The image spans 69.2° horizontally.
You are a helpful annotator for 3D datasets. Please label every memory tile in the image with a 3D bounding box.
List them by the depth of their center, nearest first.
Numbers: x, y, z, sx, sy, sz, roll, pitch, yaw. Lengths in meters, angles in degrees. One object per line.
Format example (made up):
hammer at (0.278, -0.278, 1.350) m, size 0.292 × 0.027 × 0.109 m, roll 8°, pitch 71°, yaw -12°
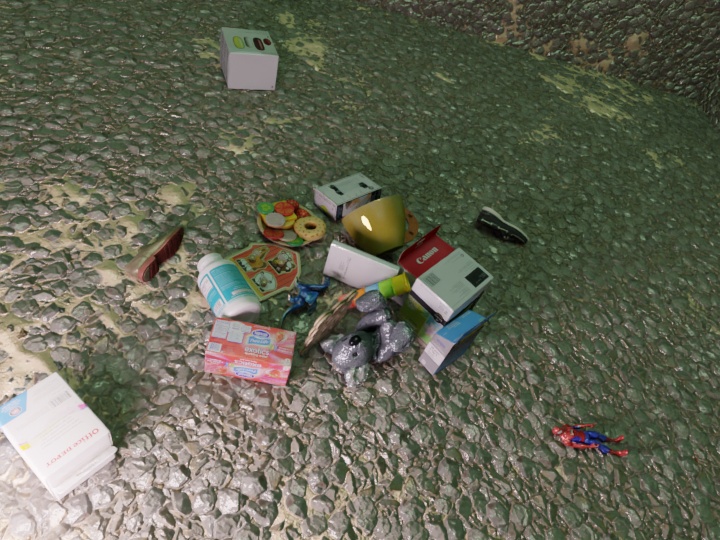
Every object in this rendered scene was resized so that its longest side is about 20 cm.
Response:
memory tile at (-0.081, 0.128, 1.292) m, size 0.017 × 0.200 × 0.153 m, roll 44°, pitch 52°, yaw 10°

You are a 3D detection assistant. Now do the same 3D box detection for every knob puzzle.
knob puzzle at (-0.254, -0.017, 1.476) m, size 0.218 × 0.031 × 0.221 m, roll 9°, pitch 47°, yaw -10°

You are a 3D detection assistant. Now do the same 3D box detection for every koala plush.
koala plush at (0.012, 0.188, 1.322) m, size 0.199 × 0.184 × 0.178 m, roll -35°, pitch 66°, yaw -15°

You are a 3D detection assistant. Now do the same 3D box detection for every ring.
ring at (0.101, -0.168, 1.734) m, size 0.199 × 0.019 × 0.201 m, roll 9°, pitch 47°, yaw -10°

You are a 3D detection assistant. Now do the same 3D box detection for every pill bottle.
pill bottle at (-0.344, 0.049, 1.334) m, size 0.110 × 0.111 × 0.200 m, roll -20°, pitch 59°, yaw -32°

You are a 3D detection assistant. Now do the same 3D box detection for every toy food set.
toy food set at (-0.217, -0.145, 1.584) m, size 0.197 × 0.049 × 0.200 m, roll -19°, pitch 57°, yaw -32°

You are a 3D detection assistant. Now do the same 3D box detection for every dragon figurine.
dragon figurine at (-0.145, 0.080, 1.407) m, size 0.099 × 0.059 × 0.201 m, roll 20°, pitch 46°, yaw 0°

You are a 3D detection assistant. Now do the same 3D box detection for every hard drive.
hard drive at (0.000, 0.000, 1.475) m, size 0.199 × 0.132 × 0.027 m, roll 23°, pitch 47°, yaw 2°

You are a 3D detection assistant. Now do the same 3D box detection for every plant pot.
plant pot at (0.060, -0.121, 1.584) m, size 0.199 × 0.200 × 0.143 m, roll -18°, pitch 83°, yaw -30°

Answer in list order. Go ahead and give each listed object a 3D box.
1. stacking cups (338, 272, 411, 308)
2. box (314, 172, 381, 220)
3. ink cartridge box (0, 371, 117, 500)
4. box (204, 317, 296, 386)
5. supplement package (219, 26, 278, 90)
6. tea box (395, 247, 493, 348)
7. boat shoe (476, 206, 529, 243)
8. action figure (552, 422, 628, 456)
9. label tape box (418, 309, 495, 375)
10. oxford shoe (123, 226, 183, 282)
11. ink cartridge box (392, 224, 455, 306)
stacking cups at (0.036, 0.061, 1.422) m, size 0.198 × 0.061 × 0.061 m, roll -17°, pitch 50°, yaw 9°
box at (-0.041, -0.246, 1.715) m, size 0.199 × 0.060 × 0.116 m, roll -27°, pitch 53°, yaw -35°
ink cartridge box at (-0.576, 0.326, 1.003) m, size 0.200 × 0.126 × 0.128 m, roll 40°, pitch 50°, yaw 17°
box at (-0.261, 0.193, 1.245) m, size 0.198 × 0.095 × 0.103 m, roll 12°, pitch 47°, yaw -9°
supplement package at (-0.440, -0.830, 2.045) m, size 0.190 × 0.148 × 0.201 m, roll -6°, pitch 51°, yaw -23°
tea box at (0.229, 0.079, 1.438) m, size 0.134 × 0.197 × 0.199 m, roll 42°, pitch 50°, yaw 19°
boat shoe at (0.494, -0.144, 1.816) m, size 0.199 × 0.074 × 0.061 m, roll 34°, pitch 88°, yaw -9°
action figure at (0.592, 0.434, 1.354) m, size 0.198 × 0.052 × 0.066 m, roll 12°, pitch 51°, yaw -5°
label tape box at (0.249, 0.171, 1.362) m, size 0.144 × 0.201 × 0.063 m, roll -27°, pitch 63°, yaw -35°
oxford shoe at (-0.547, -0.059, 1.390) m, size 0.074 × 0.071 × 0.201 m, roll 21°, pitch 46°, yaw 8°
ink cartridge box at (0.181, -0.015, 1.520) m, size 0.084 × 0.176 × 0.200 m, roll 40°, pitch 50°, yaw 18°
